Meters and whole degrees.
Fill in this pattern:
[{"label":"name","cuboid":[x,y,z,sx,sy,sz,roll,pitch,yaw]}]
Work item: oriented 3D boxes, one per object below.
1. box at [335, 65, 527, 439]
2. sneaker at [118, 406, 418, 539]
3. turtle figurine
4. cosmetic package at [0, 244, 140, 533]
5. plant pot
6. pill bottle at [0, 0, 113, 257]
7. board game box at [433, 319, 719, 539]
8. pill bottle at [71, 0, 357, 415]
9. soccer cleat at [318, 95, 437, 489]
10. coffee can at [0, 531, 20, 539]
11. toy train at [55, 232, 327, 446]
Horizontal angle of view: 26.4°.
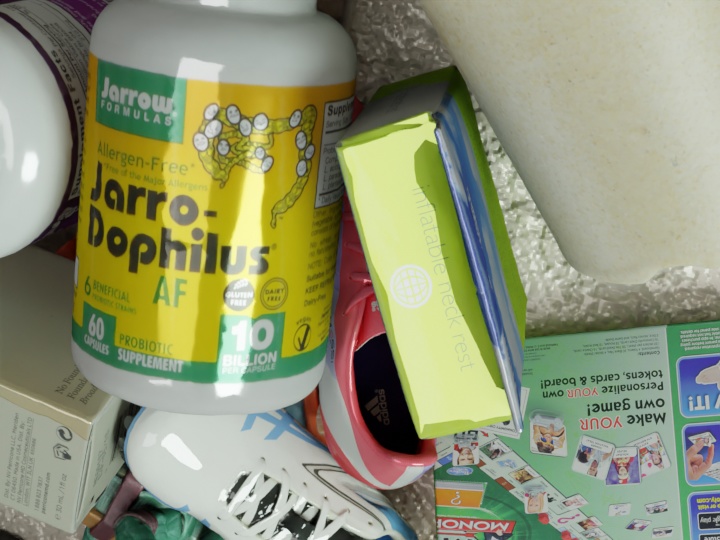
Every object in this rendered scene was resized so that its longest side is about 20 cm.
[{"label":"box","cuboid":[0.035,-0.013,0.647,0.047,0.200,0.123,-15,101,10]},{"label":"sneaker","cuboid":[-0.031,0.115,0.728,0.200,0.072,0.072,40,84,-36]},{"label":"turtle figurine","cuboid":[-0.132,0.133,0.796,0.199,0.101,0.150,30,156,-9]},{"label":"cosmetic package","cuboid":[-0.197,0.032,0.727,0.198,0.104,0.074,22,125,6]},{"label":"plant pot","cuboid":[0.114,-0.105,0.619,0.198,0.201,0.185,-18,111,20]},{"label":"pill bottle","cuboid":[-0.161,-0.067,0.687,0.111,0.200,0.114,6,107,19]},{"label":"board game box","cuboid":[0.131,0.095,0.713,0.197,0.029,0.137,-6,78,18]},{"label":"pill bottle","cuboid":[-0.060,-0.052,0.641,0.111,0.113,0.203,11,106,13]},{"label":"soccer cleat","cuboid":[0.000,0.000,0.708,0.066,0.076,0.203,-9,86,-20]},{"label":"coffee can","cuboid":[-0.244,0.243,0.801,0.144,0.200,0.148,4,107,15]},{"label":"toy train","cuboid":[-0.073,0.037,0.771,0.197,0.056,0.152,2,105,15]}]
